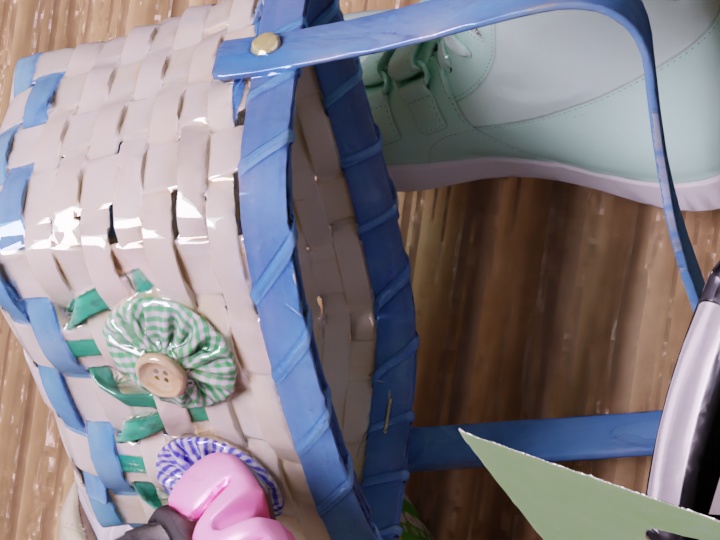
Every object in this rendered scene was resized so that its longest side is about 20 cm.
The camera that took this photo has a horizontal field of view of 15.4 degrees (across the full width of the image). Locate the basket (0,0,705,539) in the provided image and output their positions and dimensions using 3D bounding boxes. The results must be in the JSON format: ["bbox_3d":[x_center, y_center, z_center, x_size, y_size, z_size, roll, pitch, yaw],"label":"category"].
[{"bbox_3d":[0.000,0.000,0.778,0.199,0.177,0.140,-12,40,11],"label":"basket"}]

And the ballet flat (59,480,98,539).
[{"bbox_3d":[-0.062,0.160,0.928,0.069,0.069,0.201,-46,50,30],"label":"ballet flat"}]

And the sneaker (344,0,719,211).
[{"bbox_3d":[0.031,-0.086,0.820,0.199,0.119,0.074,7,50,38],"label":"sneaker"}]

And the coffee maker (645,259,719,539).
[{"bbox_3d":[0.172,0.006,0.658,0.191,0.134,0.202,11,107,27],"label":"coffee maker"}]

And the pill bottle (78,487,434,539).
[{"bbox_3d":[-0.014,0.130,0.846,0.111,0.111,0.201,-51,53,27],"label":"pill bottle"}]

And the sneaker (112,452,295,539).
[{"bbox_3d":[-0.034,0.135,0.670,0.200,0.095,0.079,-127,21,-47],"label":"sneaker"}]

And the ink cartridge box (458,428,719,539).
[{"bbox_3d":[0.105,0.115,0.610,0.145,0.200,0.048,18,73,32],"label":"ink cartridge box"}]
